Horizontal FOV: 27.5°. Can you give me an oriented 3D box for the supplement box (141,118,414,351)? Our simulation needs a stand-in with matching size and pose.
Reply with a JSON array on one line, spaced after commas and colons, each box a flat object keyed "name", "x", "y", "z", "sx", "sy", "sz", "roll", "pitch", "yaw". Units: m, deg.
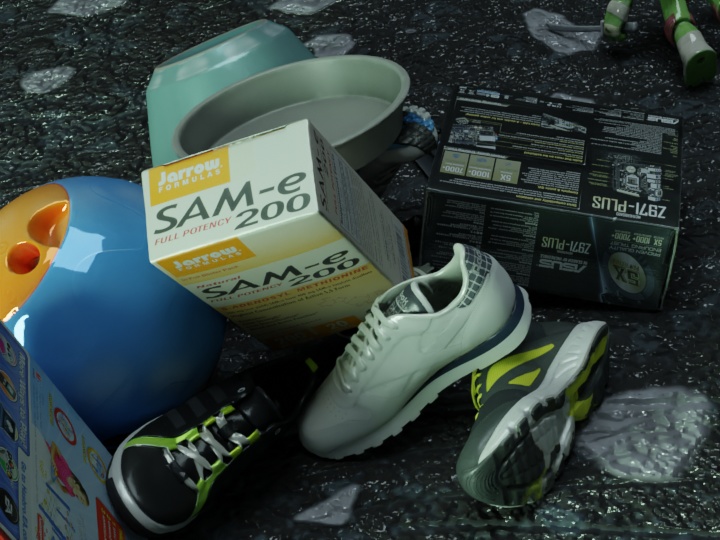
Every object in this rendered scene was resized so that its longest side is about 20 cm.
[{"name": "supplement box", "x": -0.051, "y": -0.018, "z": 1.036, "sx": 0.125, "sy": 0.200, "sz": 0.074, "roll": -16, "pitch": 64, "yaw": 17}]

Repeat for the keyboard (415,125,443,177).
[{"name": "keyboard", "x": 0.132, "y": -0.092, "z": 1.344, "sx": 0.126, "sy": 0.021, "sz": 0.200, "roll": -18, "pitch": 37, "yaw": -13}]

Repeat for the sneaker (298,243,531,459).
[{"name": "sneaker", "x": 0.023, "y": 0.056, "z": 1.052, "sx": 0.200, "sy": 0.080, "sz": 0.077, "roll": -40, "pitch": 40, "yaw": 14}]

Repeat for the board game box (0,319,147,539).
[{"name": "board game box", "x": -0.199, "y": 0.155, "z": 0.910, "sx": 0.056, "sy": 0.196, "sz": 0.200, "roll": -27, "pitch": 35, "yaw": 5}]

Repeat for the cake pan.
[{"name": "cake pan", "x": -0.053, "y": -0.116, "z": 1.192, "sx": 0.199, "sy": 0.037, "sz": 0.201, "roll": -12, "pitch": 28, "yaw": 7}]

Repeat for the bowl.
[{"name": "bowl", "x": -0.118, "y": -0.161, "z": 1.356, "sx": 0.200, "sy": 0.105, "sz": 0.201, "roll": -23, "pitch": 15, "yaw": 6}]

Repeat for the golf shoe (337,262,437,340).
[{"name": "golf shoe", "x": 0.000, "y": 0.000, "z": 1.155, "sx": 0.088, "sy": 0.077, "sz": 0.200, "roll": -34, "pitch": 63, "yaw": -8}]

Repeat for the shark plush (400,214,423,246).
[{"name": "shark plush", "x": -0.017, "y": -0.035, "z": 1.259, "sx": 0.199, "sy": 0.091, "sz": 0.083, "roll": -20, "pitch": 6, "yaw": -7}]

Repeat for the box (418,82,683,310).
[{"name": "box", "x": 0.159, "y": -0.064, "z": 1.209, "sx": 0.199, "sy": 0.086, "sz": 0.164, "roll": 9, "pitch": 39, "yaw": 6}]

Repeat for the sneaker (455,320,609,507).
[{"name": "sneaker", "x": 0.110, "y": 0.099, "z": 1.047, "sx": 0.084, "sy": 0.075, "sz": 0.200, "roll": 7, "pitch": 29, "yaw": 31}]

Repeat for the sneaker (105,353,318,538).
[{"name": "sneaker", "x": -0.097, "y": 0.107, "z": 1.017, "sx": 0.072, "sy": 0.083, "sz": 0.200, "roll": 49, "pitch": 37, "yaw": 2}]

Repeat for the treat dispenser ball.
[{"name": "treat dispenser ball", "x": -0.198, "y": 0.031, "z": 1.084, "sx": 0.200, "sy": 0.202, "sz": 0.201, "roll": -6, "pitch": 35, "yaw": 4}]

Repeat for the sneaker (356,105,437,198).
[{"name": "sneaker", "x": 0.005, "y": -0.085, "z": 1.268, "sx": 0.075, "sy": 0.087, "sz": 0.200, "roll": -31, "pitch": 14, "yaw": -33}]

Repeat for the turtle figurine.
[{"name": "turtle figurine", "x": 0.325, "y": -0.265, "z": 1.498, "sx": 0.143, "sy": 0.200, "sz": 0.194, "roll": -3, "pitch": 50, "yaw": -31}]
